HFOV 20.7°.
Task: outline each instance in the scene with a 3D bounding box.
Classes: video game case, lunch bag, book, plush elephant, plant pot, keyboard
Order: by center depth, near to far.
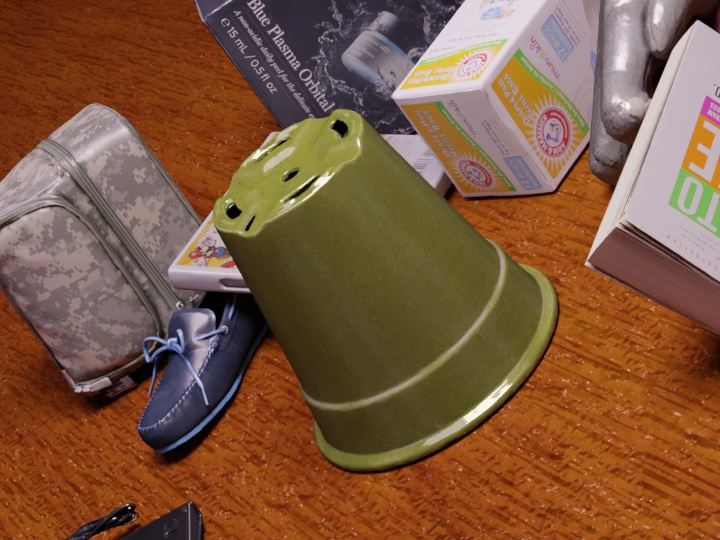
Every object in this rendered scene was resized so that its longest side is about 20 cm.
[{"bbox_3d":[0.229,-0.049,1.199,0.048,0.133,0.200,-55,6,48],"label":"book"},{"bbox_3d":[0.000,0.000,1.333,0.200,0.190,0.200,-30,27,17],"label":"plant pot"},{"bbox_3d":[0.242,-0.158,1.360,0.154,0.165,0.200,4,73,4],"label":"plush elephant"},{"bbox_3d":[-0.197,0.223,1.411,0.200,0.021,0.127,-29,32,15],"label":"keyboard"},{"bbox_3d":[-0.031,-0.047,1.562,0.182,0.023,0.200,3,39,27],"label":"video game case"},{"bbox_3d":[-0.219,-0.013,1.633,0.168,0.200,0.139,-37,22,-8],"label":"lunch bag"}]

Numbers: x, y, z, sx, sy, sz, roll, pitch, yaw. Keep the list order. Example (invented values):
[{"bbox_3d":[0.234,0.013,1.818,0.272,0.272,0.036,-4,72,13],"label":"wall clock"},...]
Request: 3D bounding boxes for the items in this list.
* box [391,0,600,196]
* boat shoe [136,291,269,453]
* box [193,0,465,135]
[{"bbox_3d":[0.134,-0.163,1.521,0.101,0.113,0.200,-1,44,49],"label":"box"},{"bbox_3d":[-0.129,0.056,1.544,0.084,0.069,0.200,-18,31,36],"label":"boat shoe"},{"bbox_3d":[-0.010,-0.214,1.694,0.200,0.197,0.117,-35,26,5],"label":"box"}]
